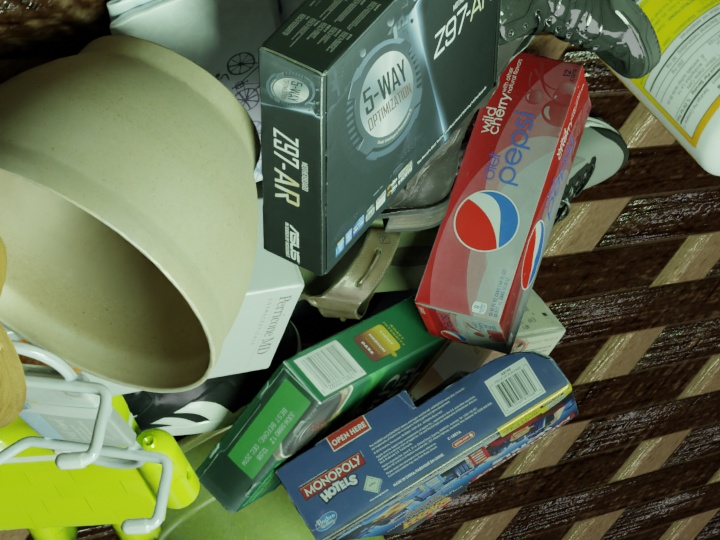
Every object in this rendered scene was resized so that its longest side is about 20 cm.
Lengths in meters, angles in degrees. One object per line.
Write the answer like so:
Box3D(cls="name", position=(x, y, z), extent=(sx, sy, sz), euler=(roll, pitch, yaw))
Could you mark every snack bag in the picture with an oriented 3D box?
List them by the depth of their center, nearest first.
Box3D(cls="snack bag", position=(-0.047, -0.126, 1.540), extent=(0.200, 0.021, 0.189), euler=(-22, 144, -12))

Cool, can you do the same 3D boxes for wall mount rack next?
Box3D(cls="wall mount rack", position=(-0.213, 0.107, 1.546), extent=(0.200, 0.174, 0.075), euler=(59, 39, -60))

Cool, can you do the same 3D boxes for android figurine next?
Box3D(cls="android figurine", position=(-0.201, 0.127, 1.692), extent=(0.182, 0.041, 0.200), euler=(-3, 146, 11))

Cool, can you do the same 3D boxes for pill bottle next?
Box3D(cls="pill bottle", position=(0.245, -0.142, 1.783), extent=(0.109, 0.200, 0.109), euler=(-32, 155, -17))

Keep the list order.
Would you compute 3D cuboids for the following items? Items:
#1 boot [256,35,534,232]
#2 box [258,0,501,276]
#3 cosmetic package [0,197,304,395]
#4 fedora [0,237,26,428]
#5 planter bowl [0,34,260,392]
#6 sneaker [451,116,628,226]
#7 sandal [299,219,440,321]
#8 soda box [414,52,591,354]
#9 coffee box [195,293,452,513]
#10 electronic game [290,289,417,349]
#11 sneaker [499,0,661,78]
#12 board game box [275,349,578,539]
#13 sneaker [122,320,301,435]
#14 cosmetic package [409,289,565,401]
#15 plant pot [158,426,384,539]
Box3D(cls="boot", position=(0.006, -0.102, 1.667), extent=(0.200, 0.069, 0.174), euler=(-9, 138, -32))
Box3D(cls="box", position=(0.014, -0.118, 1.485), extent=(0.200, 0.044, 0.160), euler=(-48, 153, -36))
Box3D(cls="cosmetic package", position=(-0.147, 0.023, 1.594), extent=(0.200, 0.071, 0.101), euler=(-10, 149, -24))
Box3D(cls="fedora", position=(-0.250, 0.005, 1.403), extent=(0.201, 0.201, 0.082), euler=(98, 18, -56))
Box3D(cls="planter bowl", position=(-0.137, -0.045, 1.444), extent=(0.135, 0.200, 0.200), euler=(-58, 165, -27))
Box3D(cls="sneaker", position=(0.132, -0.060, 1.910), extent=(0.200, 0.079, 0.074), euler=(-18, 146, -43))
Box3D(cls="sandal", position=(0.001, -0.001, 1.765), extent=(0.201, 0.057, 0.080), euler=(-9, 137, -37))
Box3D(cls="soda box", position=(0.100, -0.049, 1.783), extent=(0.070, 0.063, 0.200), euler=(64, 42, -66))
Box3D(cls="coffee box", position=(-0.018, 0.088, 1.789), extent=(0.123, 0.044, 0.200), euler=(-51, 166, 30))
Box3D(cls="electronic game", position=(-0.030, 0.017, 1.852), extent=(0.200, 0.042, 0.200), euler=(-25, 145, -19))
Box3D(cls="sneaker", position=(0.103, -0.170, 1.618), extent=(0.104, 0.060, 0.200), euler=(-47, 121, -15))
Box3D(cls="board game box", position=(0.052, 0.123, 1.802), extent=(0.200, 0.062, 0.200), euler=(-32, 168, -1))
Box3D(cls="sneaker", position=(-0.131, 0.060, 1.715), extent=(0.200, 0.073, 0.112), euler=(-21, 151, -13))
Box3D(cls="cosmetic package", position=(0.057, 0.086, 2.025), extent=(0.087, 0.103, 0.200), euler=(-7, 139, -48))
Box3D(cls="plant pot", position=(-0.055, 0.213, 1.919), extent=(0.200, 0.190, 0.200), euler=(-25, 165, -7))
